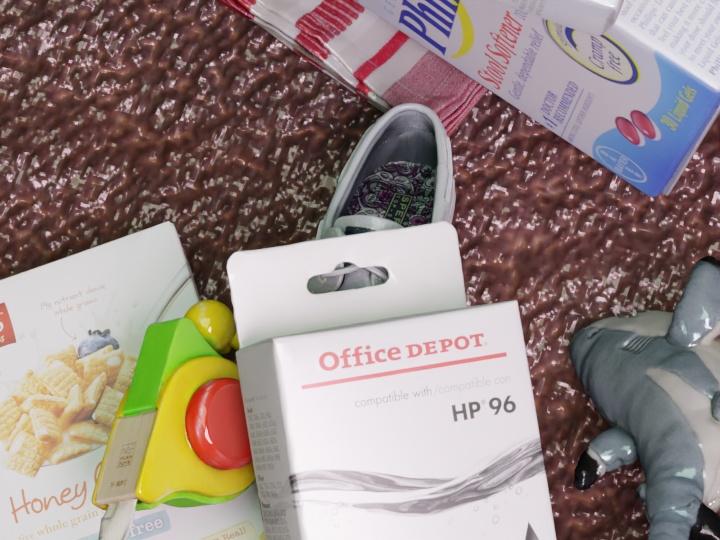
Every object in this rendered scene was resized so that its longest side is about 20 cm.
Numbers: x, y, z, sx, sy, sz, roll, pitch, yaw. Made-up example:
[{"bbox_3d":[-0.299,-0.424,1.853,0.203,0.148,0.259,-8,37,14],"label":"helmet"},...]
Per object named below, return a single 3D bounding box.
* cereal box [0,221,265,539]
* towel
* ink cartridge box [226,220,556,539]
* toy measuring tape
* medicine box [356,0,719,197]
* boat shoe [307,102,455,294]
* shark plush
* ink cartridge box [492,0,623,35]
[{"bbox_3d":[-0.127,0.090,1.326,0.143,0.040,0.201,-19,68,-1],"label":"cereal box"},{"bbox_3d":[0.007,-0.170,1.416,0.200,0.023,0.144,35,77,19],"label":"towel"},{"bbox_3d":[0.015,0.081,1.199,0.115,0.068,0.201,-9,87,-17],"label":"ink cartridge box"},{"bbox_3d":[-0.085,0.108,1.255,0.073,0.074,0.201,10,67,11],"label":"toy measuring tape"},{"bbox_3d":[0.097,-0.148,1.289,0.199,0.182,0.103,33,77,5],"label":"medicine box"},{"bbox_3d":[0.001,0.000,1.290,0.070,0.072,0.201,9,47,10],"label":"boat shoe"},{"bbox_3d":[0.135,0.087,1.245,0.083,0.091,0.201,-10,44,12],"label":"shark plush"},{"bbox_3d":[0.039,-0.208,1.181,0.199,0.047,0.161,19,77,-1],"label":"ink cartridge box"}]
